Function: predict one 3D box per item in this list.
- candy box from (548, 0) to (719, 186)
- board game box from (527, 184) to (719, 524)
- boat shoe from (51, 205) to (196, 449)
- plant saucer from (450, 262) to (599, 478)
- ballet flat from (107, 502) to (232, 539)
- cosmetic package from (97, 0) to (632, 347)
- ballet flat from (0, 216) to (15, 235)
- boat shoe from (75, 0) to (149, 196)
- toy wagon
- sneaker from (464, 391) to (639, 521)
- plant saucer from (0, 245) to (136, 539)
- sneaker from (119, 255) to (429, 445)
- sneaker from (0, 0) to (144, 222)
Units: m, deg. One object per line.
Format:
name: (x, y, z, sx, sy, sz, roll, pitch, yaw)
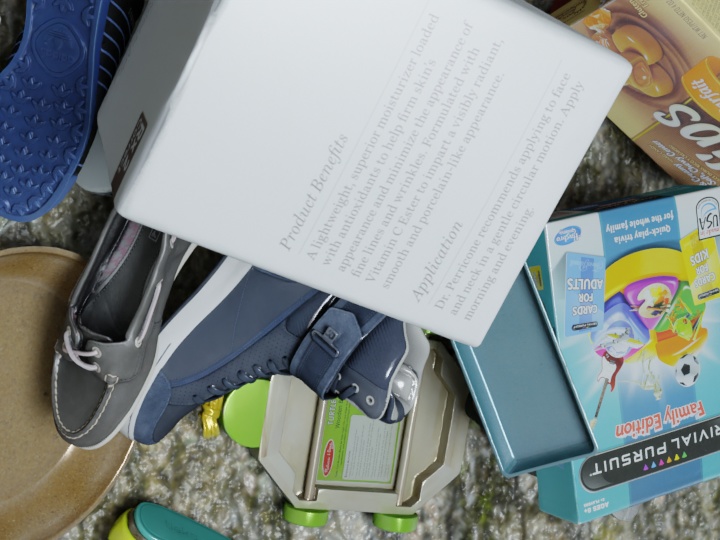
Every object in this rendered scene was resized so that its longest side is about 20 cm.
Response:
candy box: (0.231, -0.128, 0.891, 0.200, 0.115, 0.055, 38, 57, -20)
board game box: (0.184, 0.052, 0.882, 0.151, 0.047, 0.200, -12, 99, -26)
boat shoe: (-0.143, 0.010, 0.772, 0.057, 0.067, 0.200, 23, 93, -60)
plant saucer: (0.088, 0.030, 0.831, 0.019, 0.070, 0.200, -26, 95, -61)
ballet flat: (-0.085, 0.220, 0.896, 0.200, 0.067, 0.067, 25, 109, -19)
cosmetic package: (-0.008, -0.091, 0.670, 0.200, 0.165, 0.165, 22, 106, -22)
ballet flat: (-0.239, -0.034, 0.792, 0.069, 0.069, 0.200, 40, 82, -21)
boat shoe: (-0.156, -0.145, 0.812, 0.071, 0.064, 0.200, 1, 91, 10)
toy wagon: (-0.018, 0.100, 0.912, 0.200, 0.040, 0.155, 8, 94, -21)
sneaker: (0.148, 0.124, 0.969, 0.200, 0.082, 0.077, 41, 61, -41)
plant saucer: (-0.220, 0.080, 0.802, 0.200, 0.035, 0.200, -18, 115, -43)
sneaker: (-0.050, 0.067, 0.807, 0.146, 0.077, 0.202, 43, 106, 9)
sneaker: (-0.163, -0.125, 0.748, 0.070, 0.078, 0.200, 23, 109, 7)
